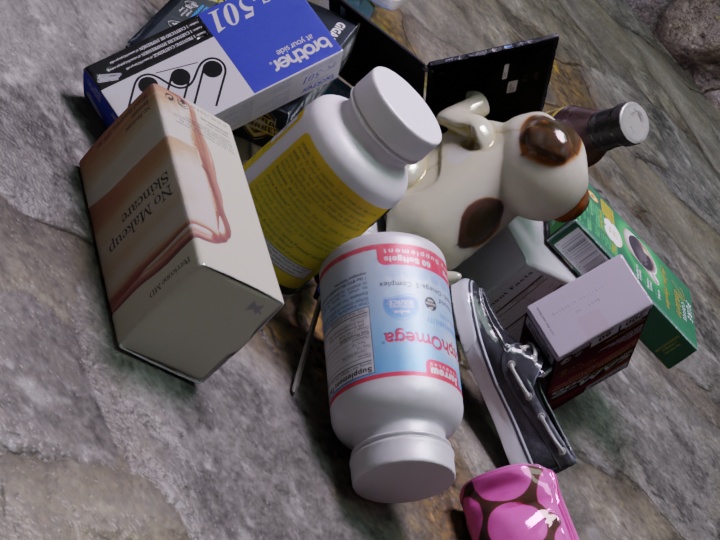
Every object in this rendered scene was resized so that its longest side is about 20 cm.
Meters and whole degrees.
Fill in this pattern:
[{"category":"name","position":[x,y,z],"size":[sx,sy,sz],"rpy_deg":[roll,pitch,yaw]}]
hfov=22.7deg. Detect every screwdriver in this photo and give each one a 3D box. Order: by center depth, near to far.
[{"category":"screwdriver","position":[-0.040,0.032,1.513],"size":[0.029,0.028,0.201],"rpy_deg":[30,40,-7]}]

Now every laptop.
[{"category":"laptop","position":[0.078,-0.209,1.742],"size":[0.177,0.198,0.104],"rpy_deg":[88,-12,-72]}]

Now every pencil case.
[{"category":"pencil case","position":[0.149,0.247,1.468],"size":[0.090,0.094,0.201],"rpy_deg":[28,30,-42]}]

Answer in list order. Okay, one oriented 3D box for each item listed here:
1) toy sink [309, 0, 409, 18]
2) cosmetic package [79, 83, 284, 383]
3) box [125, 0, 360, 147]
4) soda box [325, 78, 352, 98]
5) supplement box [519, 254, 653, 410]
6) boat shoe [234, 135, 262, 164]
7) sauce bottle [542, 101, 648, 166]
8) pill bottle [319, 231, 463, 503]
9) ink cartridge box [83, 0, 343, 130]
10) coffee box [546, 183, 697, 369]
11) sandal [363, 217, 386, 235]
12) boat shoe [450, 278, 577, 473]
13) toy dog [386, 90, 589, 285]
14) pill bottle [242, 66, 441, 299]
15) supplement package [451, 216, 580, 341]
[{"category":"toy sink","position":[-0.057,-0.287,1.842],"size":[0.199,0.113,0.130],"rpy_deg":[31,22,4]},{"category":"cosmetic package","position":[-0.139,-0.030,1.351],"size":[0.087,0.103,0.201],"rpy_deg":[27,30,-40]},{"category":"box","position":[-0.106,-0.195,1.611],"size":[0.158,0.046,0.200],"rpy_deg":[24,36,6]},{"category":"soda box","position":[-0.054,-0.162,1.763],"size":[0.199,0.068,0.064],"rpy_deg":[34,25,-34]},{"category":"supplement box","position":[0.213,0.066,1.739],"size":[0.061,0.108,0.200],"rpy_deg":[59,-9,17]},{"category":"boat shoe","position":[-0.101,-0.116,1.603],"size":[0.074,0.067,0.200],"rpy_deg":[55,23,13]},{"category":"sauce bottle","position":[0.197,-0.126,1.744],"size":[0.066,0.199,0.067],"rpy_deg":[7,78,-38]},{"category":"pill bottle","position":[0.026,0.079,1.448],"size":[0.108,0.108,0.202],"rpy_deg":[27,47,-43]},{"category":"ink cartridge box","position":[-0.123,-0.165,1.496],"size":[0.094,0.199,0.044],"rpy_deg":[54,-22,19]},{"category":"coffee box","position":[0.268,-0.002,1.844],"size":[0.200,0.044,0.123],"rpy_deg":[44,24,-19]},{"category":"sandal","position":[-0.002,-0.007,1.630],"size":[0.203,0.049,0.083],"rpy_deg":[-84,157,-62]},{"category":"boat shoe","position":[0.144,0.096,1.663],"size":[0.202,0.067,0.072],"rpy_deg":[69,14,5]},{"category":"toy dog","position":[0.113,-0.085,1.670],"size":[0.195,0.198,0.140],"rpy_deg":[-97,166,-55]},{"category":"pill bottle","position":[-0.031,-0.075,1.494],"size":[0.111,0.200,0.112],"rpy_deg":[39,25,-22]},{"category":"supplement package","position":[0.154,0.004,1.831],"size":[0.199,0.117,0.118],"rpy_deg":[22,35,-51]}]
